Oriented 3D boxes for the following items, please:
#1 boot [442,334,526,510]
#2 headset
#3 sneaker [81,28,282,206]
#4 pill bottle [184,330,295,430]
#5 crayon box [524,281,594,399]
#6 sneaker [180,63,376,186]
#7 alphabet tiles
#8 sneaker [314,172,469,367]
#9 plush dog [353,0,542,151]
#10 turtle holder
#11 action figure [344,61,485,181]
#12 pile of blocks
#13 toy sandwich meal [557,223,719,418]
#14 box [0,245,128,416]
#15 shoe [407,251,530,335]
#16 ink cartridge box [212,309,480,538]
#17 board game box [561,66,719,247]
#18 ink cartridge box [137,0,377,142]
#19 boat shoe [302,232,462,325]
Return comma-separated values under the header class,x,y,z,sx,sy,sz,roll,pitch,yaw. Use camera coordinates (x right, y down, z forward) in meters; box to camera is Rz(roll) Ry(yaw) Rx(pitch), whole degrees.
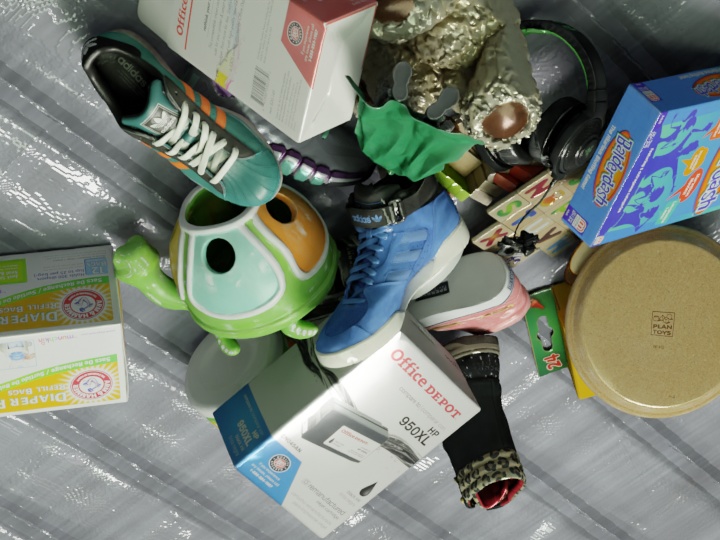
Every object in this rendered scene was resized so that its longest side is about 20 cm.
class,x,y,z,sx,sy,sz,roll,pitch,yaw
boot,0.092,0.170,1.817,0.073,0.155,0.204,-1,153,-25
headset,0.145,-0.115,1.589,0.094,0.123,0.202,-13,107,-56
sneaker,-0.153,-0.119,1.516,0.200,0.080,0.072,39,106,-2
pill bottle,-0.073,0.140,1.807,0.111,0.112,0.200,-31,131,15
crayon box,0.270,0.056,1.855,0.198,0.051,0.127,-17,133,2
sneaker,-0.064,-0.136,1.590,0.199,0.075,0.088,15,122,-24
alphabet tiles,0.204,-0.069,1.712,0.199,0.006,0.166,-34,153,15
sneaker,0.009,-0.015,1.599,0.200,0.076,0.112,-46,122,-28
plush dog,0.048,-0.187,1.548,0.200,0.161,0.171,41,132,-22
turtle holder,-0.116,-0.020,1.652,0.184,0.141,0.132,13,147,37
action figure,0.036,-0.113,1.486,0.118,0.055,0.200,30,168,0
pile of blocks,0.118,-0.099,1.672,0.199,0.062,0.082,-21,133,5
toy sandwich meal,0.279,0.041,1.766,0.203,0.070,0.207,0,98,-3
box,-0.315,0.059,1.676,0.198,0.113,0.102,-7,133,-9
shoe,0.063,0.036,1.773,0.198,0.072,0.091,-12,157,18
ink cartridge box,-0.012,0.130,1.697,0.200,0.084,0.145,-40,128,8
board game box,0.286,-0.108,1.655,0.199,0.045,0.153,-16,141,-41
ink cartridge box,-0.088,-0.208,1.477,0.067,0.200,0.117,-29,146,-41
boat shoe,0.000,0.000,1.717,0.199,0.071,0.064,-24,151,10
